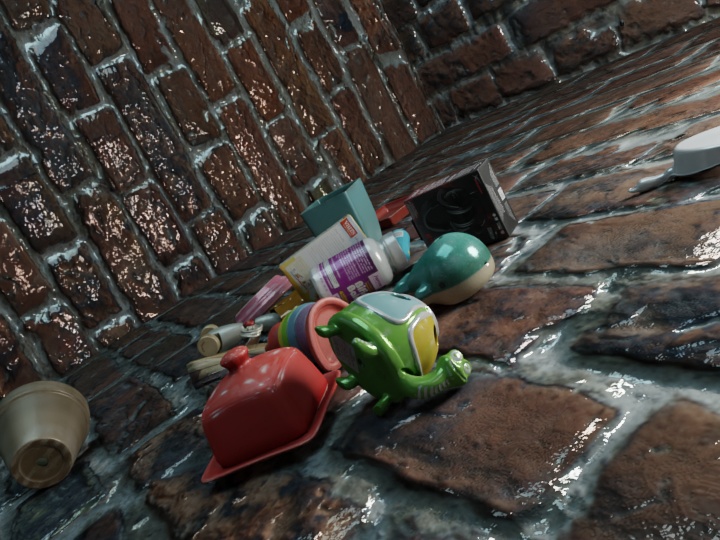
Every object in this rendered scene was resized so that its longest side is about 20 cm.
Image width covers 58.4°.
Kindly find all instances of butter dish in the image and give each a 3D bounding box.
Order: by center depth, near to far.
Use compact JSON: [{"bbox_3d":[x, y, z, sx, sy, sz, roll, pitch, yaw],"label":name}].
[{"bbox_3d":[-0.150,0.178,0.932,0.198,0.148,0.200,-25,13,17],"label":"butter dish"}]

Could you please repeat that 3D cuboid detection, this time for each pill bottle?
[{"bbox_3d":[0.000,0.000,1.383,0.199,0.113,0.112,-29,12,4],"label":"pill bottle"}]

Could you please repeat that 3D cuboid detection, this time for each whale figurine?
[{"bbox_3d":[0.130,-0.001,1.108,0.199,0.104,0.159,-17,18,46],"label":"whale figurine"}]

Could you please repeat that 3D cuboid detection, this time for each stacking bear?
[{"bbox_3d":[-0.099,0.120,1.159,0.121,0.114,0.200,-39,11,-37],"label":"stacking bear"}]

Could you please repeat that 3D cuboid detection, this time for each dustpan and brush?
[{"bbox_3d":[0.533,-0.177,1.045,0.199,0.058,0.140,-15,16,28],"label":"dustpan and brush"}]

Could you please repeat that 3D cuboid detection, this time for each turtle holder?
[{"bbox_3d":[0.043,0.095,0.840,0.131,0.142,0.185,-35,12,-28],"label":"turtle holder"}]

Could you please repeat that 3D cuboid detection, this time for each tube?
[{"bbox_3d":[0.088,-0.041,1.512,0.077,0.050,0.200,-41,13,20],"label":"tube"}]

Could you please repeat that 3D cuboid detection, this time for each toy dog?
[{"bbox_3d":[-0.276,0.166,1.465,0.199,0.097,0.132,-9,16,20],"label":"toy dog"}]

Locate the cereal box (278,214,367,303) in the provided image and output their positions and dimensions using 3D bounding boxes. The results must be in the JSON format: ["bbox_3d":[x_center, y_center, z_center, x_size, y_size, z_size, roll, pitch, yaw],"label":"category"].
[{"bbox_3d":[-0.064,-0.012,1.458,0.199,0.144,0.040,-35,11,-2],"label":"cereal box"}]

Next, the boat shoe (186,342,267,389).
[{"bbox_3d":[-0.245,0.191,1.295,0.199,0.065,0.072,-12,1,-9],"label":"boat shoe"}]

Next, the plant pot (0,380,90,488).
[{"bbox_3d":[-0.676,0.361,1.363,0.199,0.201,0.173,-32,28,-12],"label":"plant pot"}]

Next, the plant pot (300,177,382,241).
[{"bbox_3d":[-0.030,-0.106,1.667,0.141,0.201,0.141,-24,14,24],"label":"plant pot"}]

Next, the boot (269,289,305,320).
[{"bbox_3d":[-0.158,0.065,1.575,0.143,0.071,0.201,-28,17,-8],"label":"boot"}]

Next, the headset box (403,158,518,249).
[{"bbox_3d":[0.196,-0.116,1.313,0.199,0.149,0.077,-20,15,35],"label":"headset box"}]

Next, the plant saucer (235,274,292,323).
[{"bbox_3d":[-0.249,0.081,1.637,0.201,0.051,0.201,-46,3,3],"label":"plant saucer"}]

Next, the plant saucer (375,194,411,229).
[{"bbox_3d":[0.092,-0.178,2.060,0.199,0.037,0.200,-15,20,49],"label":"plant saucer"}]
